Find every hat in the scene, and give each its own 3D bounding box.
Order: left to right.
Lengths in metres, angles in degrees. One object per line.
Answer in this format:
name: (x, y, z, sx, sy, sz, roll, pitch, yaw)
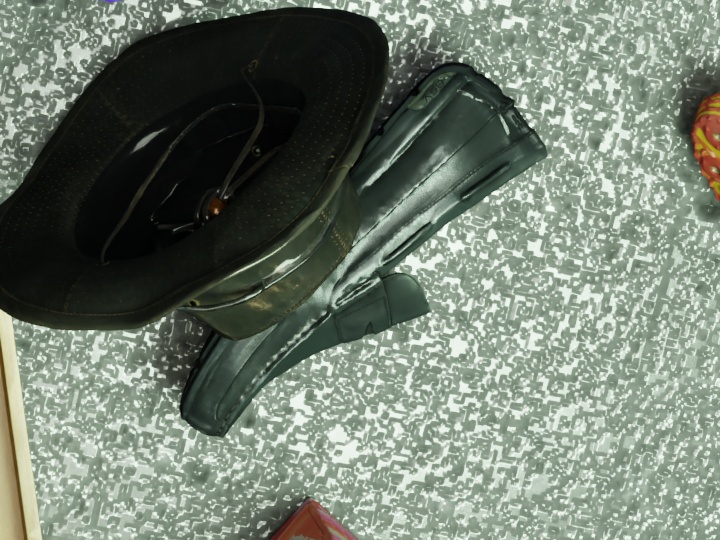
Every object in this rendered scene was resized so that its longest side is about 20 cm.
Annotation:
hat: (-0.056, -0.024, 1.145, 0.200, 0.201, 0.081, -39, 123, -1)

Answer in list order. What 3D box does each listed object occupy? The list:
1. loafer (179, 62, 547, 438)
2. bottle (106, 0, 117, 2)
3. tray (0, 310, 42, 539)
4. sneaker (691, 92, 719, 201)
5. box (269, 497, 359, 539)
loafer: (0.000, 0.000, 1.211, 0.070, 0.068, 0.201, 41, 89, -2)
bottle: (-0.031, -0.167, 1.170, 0.199, 0.065, 0.084, -10, 105, -9)
tray: (-0.194, 0.081, 1.210, 0.098, 0.037, 0.201, -8, 103, -9)
sneaker: (0.232, -0.028, 1.264, 0.200, 0.073, 0.077, 33, 72, -20)
box: (0.020, 0.213, 1.251, 0.200, 0.095, 0.103, 42, 92, -16)
